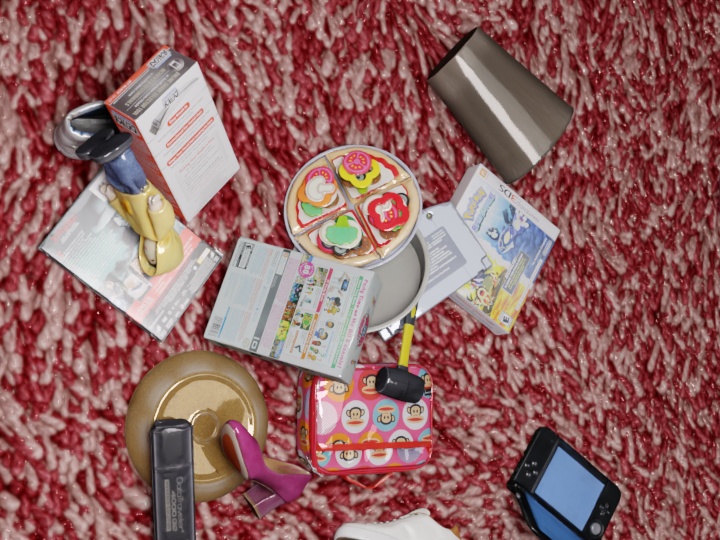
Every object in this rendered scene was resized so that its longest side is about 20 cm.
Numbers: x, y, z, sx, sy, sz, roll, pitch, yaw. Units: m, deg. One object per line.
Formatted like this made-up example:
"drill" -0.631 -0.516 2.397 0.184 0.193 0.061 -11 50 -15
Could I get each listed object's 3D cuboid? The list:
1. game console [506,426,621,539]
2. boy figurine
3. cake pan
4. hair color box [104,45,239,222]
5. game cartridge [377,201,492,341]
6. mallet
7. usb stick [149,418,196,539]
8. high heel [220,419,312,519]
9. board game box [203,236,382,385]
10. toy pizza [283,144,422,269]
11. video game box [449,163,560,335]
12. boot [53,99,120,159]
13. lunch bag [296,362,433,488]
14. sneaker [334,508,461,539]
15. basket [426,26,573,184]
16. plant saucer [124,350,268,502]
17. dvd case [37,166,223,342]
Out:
"game console" 0.335 0.368 1.448 0.200 0.116 0.177 41 69 -17
"boy figurine" -0.284 -0.081 1.181 0.064 0.123 0.202 -44 135 -30
"cake pan" 0.000 0.000 1.317 0.197 0.037 0.203 -3 64 6
"hair color box" -0.234 -0.170 1.194 0.064 0.201 0.111 30 66 25
"game cartridge" 0.078 -0.006 1.374 0.199 0.042 0.134 -34 82 -9
"mallet" 0.075 0.088 1.317 0.065 0.041 0.202 27 64 -22
"usb stick" -0.238 0.287 1.196 0.055 0.033 0.203 -4 102 -18
"high heel" -0.122 0.241 1.228 0.096 0.067 0.201 -33 142 -21
"board game box" -0.089 0.053 1.249 0.197 0.064 0.149 15 76 16
"toy pizza" -0.012 -0.094 1.321 0.197 0.032 0.203 -2 66 4
"video game box" 0.201 -0.034 1.467 0.181 0.047 0.201 35 71 -15
"boot" -0.291 -0.183 1.216 0.198 0.095 0.075 -12 90 -26
"lunch bag" 0.006 0.219 1.329 0.197 0.082 0.179 2 88 -26
"sneaker" 0.054 0.382 1.350 0.198 0.073 0.085 18 46 -17
"basket" 0.210 -0.265 1.452 0.200 0.136 0.181 44 52 -10
"plant saucer" -0.211 0.207 1.246 0.198 0.035 0.203 3 83 -25
"dvd case" -0.299 -0.023 1.237 0.199 0.022 0.147 40 69 -18
